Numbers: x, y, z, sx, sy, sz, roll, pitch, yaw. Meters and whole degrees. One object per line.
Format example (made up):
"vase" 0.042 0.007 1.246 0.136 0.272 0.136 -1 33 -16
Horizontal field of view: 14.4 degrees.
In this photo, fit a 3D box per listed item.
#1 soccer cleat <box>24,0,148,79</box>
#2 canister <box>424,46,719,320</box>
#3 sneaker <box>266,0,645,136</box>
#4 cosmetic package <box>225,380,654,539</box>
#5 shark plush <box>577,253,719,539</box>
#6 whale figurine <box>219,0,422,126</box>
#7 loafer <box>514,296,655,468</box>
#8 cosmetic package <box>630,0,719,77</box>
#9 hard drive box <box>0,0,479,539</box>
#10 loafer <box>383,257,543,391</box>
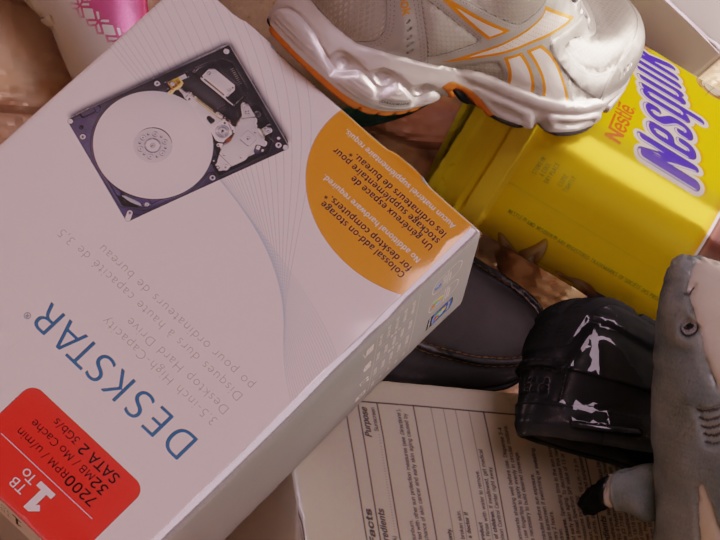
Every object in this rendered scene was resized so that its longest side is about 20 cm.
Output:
"soccer cleat" -0.140 -0.147 1.204 0.086 0.070 0.200 -7 66 -19
"canister" 0.138 -0.031 1.256 0.200 0.087 0.149 31 30 -2
"sneaker" 0.060 -0.110 1.125 0.200 0.092 0.076 -4 47 -50
"cosmetic package" 0.042 0.107 1.166 0.200 0.071 0.105 8 60 -30
"shark plush" 0.126 0.092 1.114 0.083 0.200 0.091 22 33 5
"whale figurine" -0.006 -0.154 1.256 0.104 0.159 0.200 44 31 -57
"loafer" 0.147 0.081 1.166 0.200 0.068 0.070 28 70 -20
"cosmetic package" 0.092 -0.173 1.343 0.200 0.085 0.108 44 42 -6
"hard drive box" -0.079 0.015 1.073 0.156 0.077 0.200 41 71 11
"loafer" 0.000 0.000 1.199 0.200 0.072 0.073 17 56 -25
